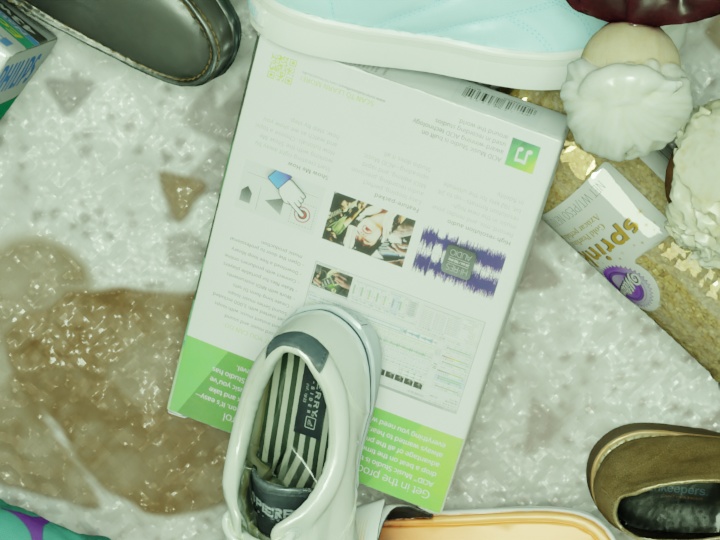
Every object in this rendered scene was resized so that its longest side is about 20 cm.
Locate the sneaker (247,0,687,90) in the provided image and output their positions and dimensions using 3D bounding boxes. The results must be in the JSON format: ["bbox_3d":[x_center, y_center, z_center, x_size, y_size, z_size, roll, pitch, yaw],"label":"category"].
[{"bbox_3d":[0.054,-0.131,0.852,0.198,0.074,0.082,1,130,-14],"label":"sneaker"}]

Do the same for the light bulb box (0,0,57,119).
[{"bbox_3d":[-0.277,-0.083,0.881,0.198,0.125,0.200,38,99,-6],"label":"light bulb box"}]

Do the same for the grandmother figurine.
[{"bbox_3d":[0.122,-0.145,0.804,0.121,0.060,0.202,11,92,37],"label":"grandmother figurine"}]

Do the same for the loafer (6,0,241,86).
[{"bbox_3d":[-0.146,-0.142,0.886,0.199,0.072,0.073,33,122,-3],"label":"loafer"}]

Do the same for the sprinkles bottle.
[{"bbox_3d":[0.139,-0.017,0.919,0.200,0.068,0.068,43,99,-7],"label":"sprinkles bottle"}]

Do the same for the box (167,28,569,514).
[{"bbox_3d":[0.000,0.000,0.905,0.143,0.036,0.201,20,115,8],"label":"box"}]

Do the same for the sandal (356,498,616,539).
[{"bbox_3d":[0.021,0.143,0.940,0.205,0.059,0.080,-11,71,7],"label":"sandal"}]

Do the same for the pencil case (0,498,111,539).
[{"bbox_3d":[-0.222,0.126,0.939,0.199,0.092,0.086,27,98,-5],"label":"pencil case"}]

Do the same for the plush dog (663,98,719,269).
[{"bbox_3d":[0.244,-0.076,0.859,0.160,0.171,0.201,24,100,27],"label":"plush dog"}]

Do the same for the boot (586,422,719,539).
[{"bbox_3d":[0.211,0.107,0.941,0.198,0.075,0.074,-4,100,0],"label":"boot"}]

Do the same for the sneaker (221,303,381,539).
[{"bbox_3d":[-0.037,0.115,0.883,0.072,0.071,0.202,9,101,23],"label":"sneaker"}]
